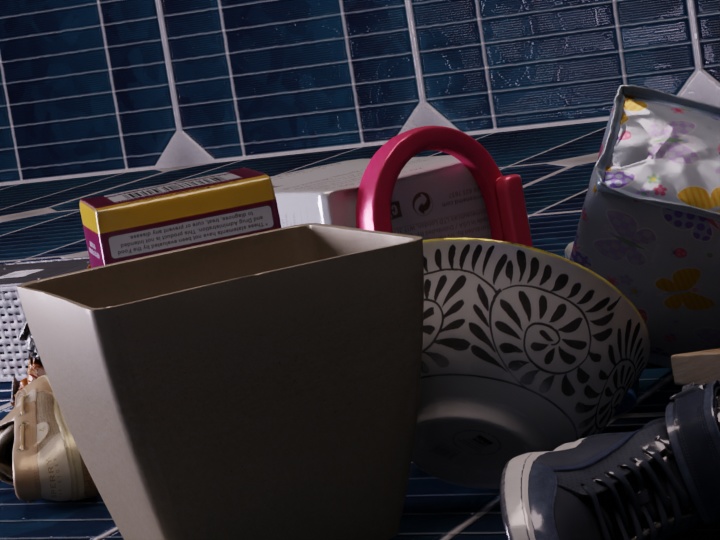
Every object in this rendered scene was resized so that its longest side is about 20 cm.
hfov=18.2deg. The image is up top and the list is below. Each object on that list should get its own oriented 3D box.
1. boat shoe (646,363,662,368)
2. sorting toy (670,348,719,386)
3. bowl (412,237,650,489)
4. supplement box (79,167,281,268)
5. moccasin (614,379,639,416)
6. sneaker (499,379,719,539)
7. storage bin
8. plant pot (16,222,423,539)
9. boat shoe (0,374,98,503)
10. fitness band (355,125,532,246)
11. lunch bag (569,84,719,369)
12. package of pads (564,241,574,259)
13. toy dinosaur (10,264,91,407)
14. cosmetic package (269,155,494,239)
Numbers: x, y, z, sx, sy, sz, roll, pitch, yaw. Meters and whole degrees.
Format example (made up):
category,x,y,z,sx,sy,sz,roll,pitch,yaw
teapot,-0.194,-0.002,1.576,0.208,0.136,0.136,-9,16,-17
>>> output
category,x,y,z,sx,sy,sz,roll,pitch,yaw
boat shoe,0.267,0.029,1.679,0.068,0.072,0.200,0,11,32
sorting toy,0.310,0.069,1.291,0.198,0.070,0.200,-7,-2,-15
bowl,0.076,0.074,1.397,0.200,0.201,0.095,-5,52,25
supplement box,-0.115,0.037,1.597,0.130,0.201,0.103,-11,8,-13
moccasin,0.092,0.061,1.524,0.199,0.068,0.081,1,-30,21
sneaker,0.160,0.112,1.174,0.146,0.077,0.202,-16,4,22
storage bin,-0.315,0.046,2.136,0.199,0.094,0.135,-3,10,30
plant pot,-0.074,0.080,1.338,0.199,0.178,0.200,-12,9,-20
boat shoe,-0.236,0.120,1.617,0.064,0.072,0.200,-10,10,-14
fitness band,0.066,-0.014,1.752,0.143,0.201,0.037,-9,1,-28
lunch bag,0.249,-0.017,1.533,0.199,0.170,0.127,16,50,7
package of pads,0.280,-0.002,1.899,0.199,0.069,0.155,-9,9,-3
toy dinosaur,-0.214,0.064,1.723,0.102,0.136,0.200,-30,-25,-27
cosmetic package,0.000,0.000,1.851,0.167,0.167,0.200,-14,9,-31
